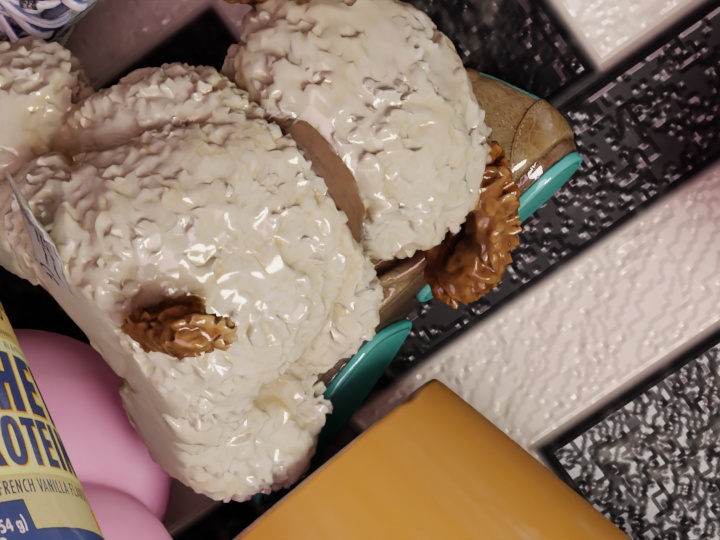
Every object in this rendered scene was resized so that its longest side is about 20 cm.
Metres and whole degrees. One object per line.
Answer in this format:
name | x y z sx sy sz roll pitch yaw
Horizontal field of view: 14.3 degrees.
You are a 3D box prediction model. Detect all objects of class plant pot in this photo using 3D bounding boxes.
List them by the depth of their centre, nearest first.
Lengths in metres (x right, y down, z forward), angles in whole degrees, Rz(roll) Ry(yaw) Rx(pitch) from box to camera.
plant pot | 0.037 0.151 1.103 0.200 0.200 0.184 -41 86 15

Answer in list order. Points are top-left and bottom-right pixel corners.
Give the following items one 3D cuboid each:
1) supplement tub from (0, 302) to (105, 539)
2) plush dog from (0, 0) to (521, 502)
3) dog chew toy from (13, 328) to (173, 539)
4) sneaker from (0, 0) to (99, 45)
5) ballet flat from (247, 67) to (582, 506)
supplement tub | -0.179 0.063 0.991 0.144 0.144 0.201 -31 70 14
plush dog | -0.032 -0.032 1.029 0.172 0.160 0.200 -44 103 -17
dog chew toy | -0.121 0.119 1.102 0.124 0.201 0.125 -13 140 -11
sneaker | -0.129 -0.120 1.095 0.077 0.085 0.200 45 106 -6
ballet flat | 0.000 0.000 1.128 0.072 0.068 0.200 44 107 11
